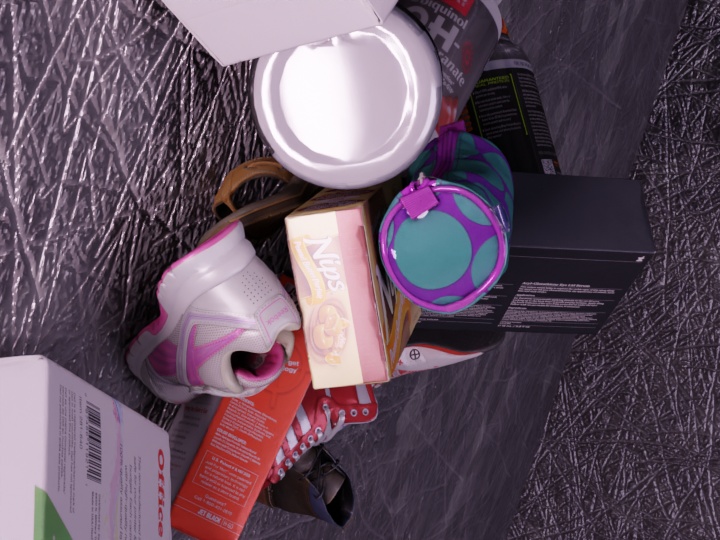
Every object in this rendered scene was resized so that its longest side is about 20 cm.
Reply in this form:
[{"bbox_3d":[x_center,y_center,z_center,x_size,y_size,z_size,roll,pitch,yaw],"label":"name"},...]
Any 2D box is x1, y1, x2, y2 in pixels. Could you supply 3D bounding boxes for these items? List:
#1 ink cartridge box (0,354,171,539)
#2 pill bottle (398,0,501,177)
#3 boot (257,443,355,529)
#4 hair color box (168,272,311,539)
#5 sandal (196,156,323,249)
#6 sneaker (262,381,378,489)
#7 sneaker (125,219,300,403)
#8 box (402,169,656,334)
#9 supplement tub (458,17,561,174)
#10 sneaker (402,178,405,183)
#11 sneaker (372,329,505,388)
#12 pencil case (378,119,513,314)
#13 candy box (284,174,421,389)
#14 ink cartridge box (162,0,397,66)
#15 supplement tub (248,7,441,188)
[{"bbox_3d":[-0.176,0.144,0.756,0.200,0.083,0.146,59,27,-69],"label":"ink cartridge box"},{"bbox_3d":[0.051,-0.186,1.117,0.201,0.110,0.111,-62,162,-23],"label":"pill bottle"},{"bbox_3d":[-0.050,0.162,1.228,0.075,0.097,0.201,-55,158,-34],"label":"boot"},{"bbox_3d":[-0.094,0.105,1.018,0.201,0.061,0.101,-66,-161,-12],"label":"hair color box"},{"bbox_3d":[-0.071,-0.056,0.977,0.080,0.054,0.200,-41,-177,31],"label":"sandal"},{"bbox_3d":[-0.055,0.141,1.124,0.071,0.112,0.201,-17,-132,58],"label":"sneaker"},{"bbox_3d":[-0.096,0.053,0.903,0.081,0.088,0.200,-37,170,-27],"label":"sneaker"},{"bbox_3d":[0.125,-0.014,1.128,0.141,0.199,0.079,113,-23,-58],"label":"box"},{"bbox_3d":[0.112,-0.125,1.235,0.122,0.122,0.201,17,58,-73],"label":"supplement tub"},{"bbox_3d":[0.022,-0.041,1.288,0.079,0.066,0.201,-62,165,-56],"label":"sneaker"},{"bbox_3d":[0.033,0.074,1.283,0.200,0.068,0.108,-9,161,-30],"label":"sneaker"},{"bbox_3d":[0.065,-0.042,0.942,0.200,0.085,0.093,-66,141,-73],"label":"pencil case"},{"bbox_3d":[0.000,0.000,0.943,0.200,0.055,0.116,-49,130,-76],"label":"candy box"},{"bbox_3d":[-0.016,-0.225,0.778,0.086,0.146,0.201,47,58,-31],"label":"ink cartridge box"},{"bbox_3d":[-0.004,-0.128,0.921,0.200,0.122,0.123,-70,177,-78],"label":"supplement tub"}]
